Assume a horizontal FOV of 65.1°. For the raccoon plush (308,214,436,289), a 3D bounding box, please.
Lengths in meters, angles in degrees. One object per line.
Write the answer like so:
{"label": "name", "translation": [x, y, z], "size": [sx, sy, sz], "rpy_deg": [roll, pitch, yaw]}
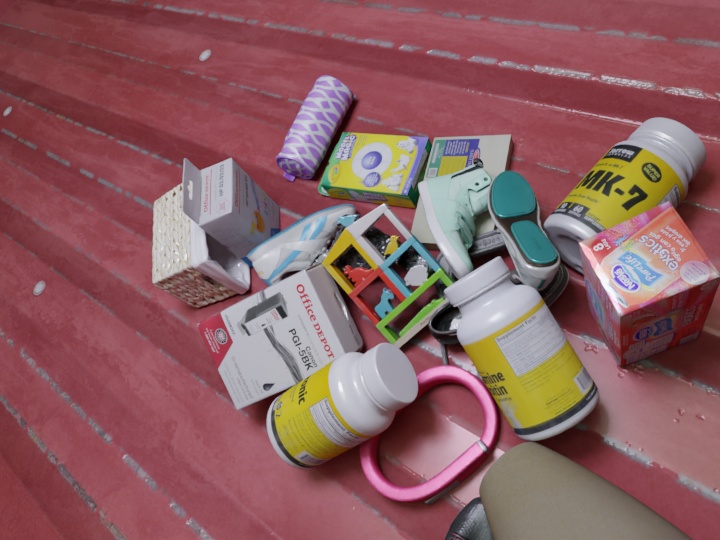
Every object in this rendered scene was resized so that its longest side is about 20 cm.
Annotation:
{"label": "raccoon plush", "translation": [0.000, 0.000, 0.862], "size": [0.199, 0.097, 0.135], "rpy_deg": [25, 84, 45]}

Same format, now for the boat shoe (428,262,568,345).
{"label": "boat shoe", "translation": [0.182, 0.043, 0.752], "size": [0.199, 0.057, 0.067], "rpy_deg": [-29, 65, 15]}

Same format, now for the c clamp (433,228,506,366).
{"label": "c clamp", "translation": [0.186, 0.027, 0.803], "size": [0.199, 0.027, 0.172], "rpy_deg": [-24, 67, 17]}

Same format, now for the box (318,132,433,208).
{"label": "box", "translation": [0.018, -0.179, 0.982], "size": [0.199, 0.048, 0.118], "rpy_deg": [10, 70, 31]}

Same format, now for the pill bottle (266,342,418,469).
{"label": "pill bottle", "translation": [-0.023, 0.177, 0.747], "size": [0.200, 0.111, 0.112], "rpy_deg": [-36, 53, 29]}

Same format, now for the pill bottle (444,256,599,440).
{"label": "pill bottle", "translation": [0.186, 0.089, 0.676], "size": [0.112, 0.112, 0.201], "rpy_deg": [-32, 86, 8]}

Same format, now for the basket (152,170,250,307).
{"label": "basket", "translation": [-0.288, -0.050, 1.012], "size": [0.123, 0.136, 0.201], "rpy_deg": [-23, 57, 16]}

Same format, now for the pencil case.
{"label": "pencil case", "translation": [-0.086, -0.268, 1.058], "size": [0.085, 0.084, 0.201], "rpy_deg": [-8, 53, 63]}

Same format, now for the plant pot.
{"label": "plant pot", "translation": [0.219, 0.282, 0.583], "size": [0.187, 0.187, 0.200], "rpy_deg": [-43, 43, 0]}

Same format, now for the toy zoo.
{"label": "toy zoo", "translation": [0.034, -0.002, 0.817], "size": [0.131, 0.020, 0.200], "rpy_deg": [-43, 86, 17]}

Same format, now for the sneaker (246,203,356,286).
{"label": "sneaker", "translation": [-0.088, -0.046, 0.953], "size": [0.199, 0.081, 0.076], "rpy_deg": [-32, 9, -11]}

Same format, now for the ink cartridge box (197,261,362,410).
{"label": "ink cartridge box", "translation": [-0.118, 0.097, 0.840], "size": [0.199, 0.083, 0.148], "rpy_deg": [-27, 90, 17]}

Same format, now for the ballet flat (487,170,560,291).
{"label": "ballet flat", "translation": [0.209, -0.052, 0.747], "size": [0.069, 0.070, 0.201], "rpy_deg": [-22, 42, 15]}

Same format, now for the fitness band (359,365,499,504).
{"label": "fitness band", "translation": [0.089, 0.217, 0.752], "size": [0.200, 0.037, 0.144], "rpy_deg": [-39, 55, 2]}

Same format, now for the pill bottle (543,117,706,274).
{"label": "pill bottle", "translation": [0.344, -0.094, 0.736], "size": [0.200, 0.114, 0.114], "rpy_deg": [-47, 55, -6]}

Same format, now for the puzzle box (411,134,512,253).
{"label": "puzzle box", "translation": [0.162, -0.125, 0.896], "size": [0.132, 0.025, 0.201], "rpy_deg": [5, 68, 28]}

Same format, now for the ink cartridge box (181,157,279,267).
{"label": "ink cartridge box", "translation": [-0.214, -0.105, 0.962], "size": [0.067, 0.200, 0.116], "rpy_deg": [-18, 59, 17]}

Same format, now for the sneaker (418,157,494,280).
{"label": "sneaker", "translation": [0.156, -0.081, 0.803], "size": [0.117, 0.074, 0.201], "rpy_deg": [-22, 46, 13]}

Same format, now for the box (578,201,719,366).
{"label": "box", "translation": [0.317, 0.026, 0.636], "size": [0.102, 0.200, 0.095], "rpy_deg": [-26, 58, 13]}

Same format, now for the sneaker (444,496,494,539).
{"label": "sneaker", "translation": [0.100, 0.349, 0.630], "size": [0.075, 0.116, 0.201], "rpy_deg": [20, 76, 32]}
